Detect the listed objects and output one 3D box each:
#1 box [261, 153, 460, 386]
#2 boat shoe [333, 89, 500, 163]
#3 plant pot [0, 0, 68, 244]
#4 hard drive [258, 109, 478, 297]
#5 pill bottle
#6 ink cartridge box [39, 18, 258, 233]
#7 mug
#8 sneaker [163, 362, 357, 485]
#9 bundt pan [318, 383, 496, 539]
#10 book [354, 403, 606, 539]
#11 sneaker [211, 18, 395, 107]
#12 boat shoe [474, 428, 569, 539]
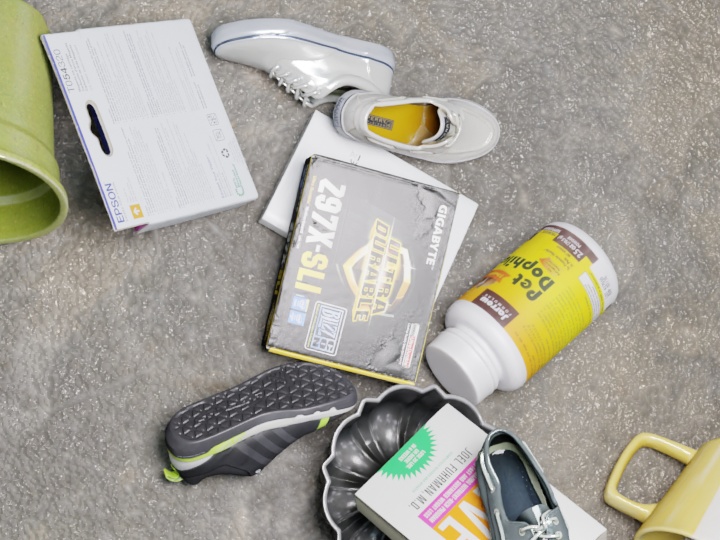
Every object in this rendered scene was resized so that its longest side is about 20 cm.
[{"bbox_3d":[0.000,0.000,1.534,0.158,0.049,0.202,15,88,-9],"label":"box"},{"bbox_3d":[0.071,-0.148,1.576,0.198,0.070,0.072,8,98,-33],"label":"boat shoe"},{"bbox_3d":[-0.358,-0.149,1.411,0.198,0.200,0.186,10,65,-16],"label":"plant pot"},{"bbox_3d":[0.010,-0.060,1.585,0.199,0.026,0.133,29,72,-11],"label":"hard drive"},{"bbox_3d":[0.163,0.047,1.569,0.200,0.109,0.110,-39,92,-21],"label":"pill bottle"},{"bbox_3d":[-0.209,-0.140,1.478,0.199,0.043,0.198,-17,85,-48],"label":"ink cartridge box"},{"bbox_3d":[0.368,0.242,1.583,0.186,0.149,0.154,42,62,-13],"label":"mug"},{"bbox_3d":[-0.099,0.153,1.488,0.198,0.083,0.072,-15,41,-14],"label":"sneaker"},{"bbox_3d":[0.047,0.216,1.515,0.200,0.076,0.204,3,79,-17],"label":"bundt pan"},{"bbox_3d":[0.111,0.231,1.423,0.199,0.048,0.134,36,66,28],"label":"book"},{"bbox_3d":[-0.056,-0.207,1.567,0.198,0.073,0.072,7,71,-17],"label":"sneaker"},{"bbox_3d":[0.147,0.229,1.354,0.072,0.062,0.201,-14,51,-5],"label":"boat shoe"}]
